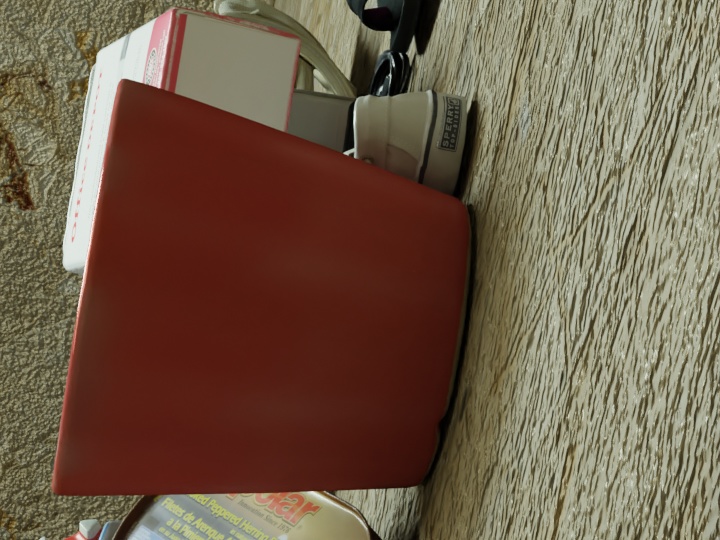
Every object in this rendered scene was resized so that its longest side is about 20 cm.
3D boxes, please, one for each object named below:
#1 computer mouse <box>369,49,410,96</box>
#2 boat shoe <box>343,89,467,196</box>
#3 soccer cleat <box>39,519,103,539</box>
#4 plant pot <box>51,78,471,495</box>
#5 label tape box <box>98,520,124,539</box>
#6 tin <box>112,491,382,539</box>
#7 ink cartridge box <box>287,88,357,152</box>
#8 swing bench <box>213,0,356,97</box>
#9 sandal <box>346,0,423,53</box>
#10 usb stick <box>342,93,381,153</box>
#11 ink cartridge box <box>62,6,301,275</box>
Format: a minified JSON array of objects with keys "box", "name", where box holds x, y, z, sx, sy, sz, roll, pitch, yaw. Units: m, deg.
[{"box":[0.003,-0.065,1.622,0.200,0.034,0.059,116,156,-46],"name":"computer mouse"},{"box":[0.007,-0.035,1.322,0.200,0.066,0.072,114,164,-68],"name":"boat shoe"},{"box":[-0.110,0.188,1.495,0.069,0.200,0.085,-119,22,-51],"name":"soccer cleat"},{"box":[-0.047,0.021,1.210,0.200,0.177,0.201,-170,90,-83],"name":"plant pot"},{"box":[-0.112,0.198,1.400,0.143,0.200,0.066,108,158,-52],"name":"label tape box"},{"box":[-0.055,0.154,1.257,0.112,0.042,0.200,-52,34,-10],"name":"tin"},{"box":[-0.049,-0.021,1.567,0.200,0.086,0.147,155,123,-71],"name":"ink cartridge box"},{"box":[-0.070,-0.095,1.886,0.199,0.130,0.200,-110,36,-79],"name":"swing bench"},{"box":[0.014,-0.179,1.569,0.200,0.048,0.075,-108,29,-79],"name":"sandal"},{"box":[0.000,0.000,1.438,0.055,0.033,0.200,19,-102,-61],"name":"usb stick"},{"box":[-0.111,-0.067,1.505,0.200,0.085,0.146,175,105,-70],"name":"ink cartridge box"}]
